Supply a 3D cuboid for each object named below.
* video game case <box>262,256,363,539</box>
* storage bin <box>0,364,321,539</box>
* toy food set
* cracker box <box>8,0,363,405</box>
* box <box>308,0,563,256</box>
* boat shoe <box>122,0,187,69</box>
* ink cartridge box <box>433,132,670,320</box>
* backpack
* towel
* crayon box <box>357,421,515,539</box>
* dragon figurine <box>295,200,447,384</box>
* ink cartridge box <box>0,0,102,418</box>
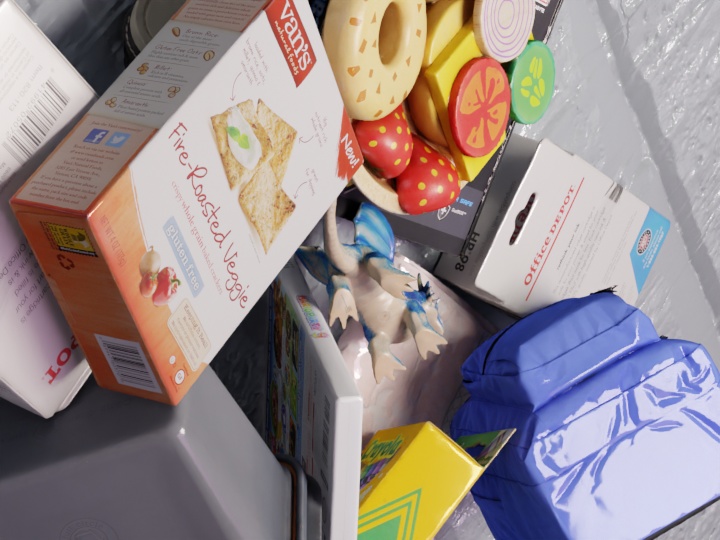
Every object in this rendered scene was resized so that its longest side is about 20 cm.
[{"bbox_3d":[-0.031,0.093,1.331,0.018,0.200,0.144,-4,115,-13],"label":"video game case"},{"bbox_3d":[-0.137,0.122,1.221,0.146,0.199,0.135,-89,158,-53],"label":"storage bin"},{"bbox_3d":[0.045,-0.132,1.317,0.198,0.049,0.200,-51,136,-33],"label":"toy food set"},{"bbox_3d":[-0.084,-0.048,1.158,0.200,0.058,0.134,-54,140,-34],"label":"cracker box"},{"bbox_3d":[0.032,-0.123,1.402,0.200,0.050,0.199,19,95,-53],"label":"box"},{"bbox_3d":[-0.068,-0.177,1.262,0.200,0.073,0.063,-49,-177,-29],"label":"boat shoe"},{"bbox_3d":[0.128,-0.022,1.550,0.200,0.067,0.116,28,87,-53],"label":"ink cartridge box"},{"bbox_3d":[0.151,0.104,1.490,0.162,0.200,0.168,-22,90,-14],"label":"backpack"},{"bbox_3d":[0.025,0.108,1.524,0.191,0.032,0.200,34,81,-52],"label":"towel"},{"bbox_3d":[0.004,0.166,1.407,0.052,0.126,0.200,41,76,-6],"label":"crayon box"},{"bbox_3d":[0.000,0.000,1.358,0.059,0.100,0.200,-33,132,5],"label":"dragon figurine"},{"bbox_3d":[-0.195,-0.037,1.141,0.147,0.083,0.200,-56,141,-14],"label":"ink cartridge box"}]
